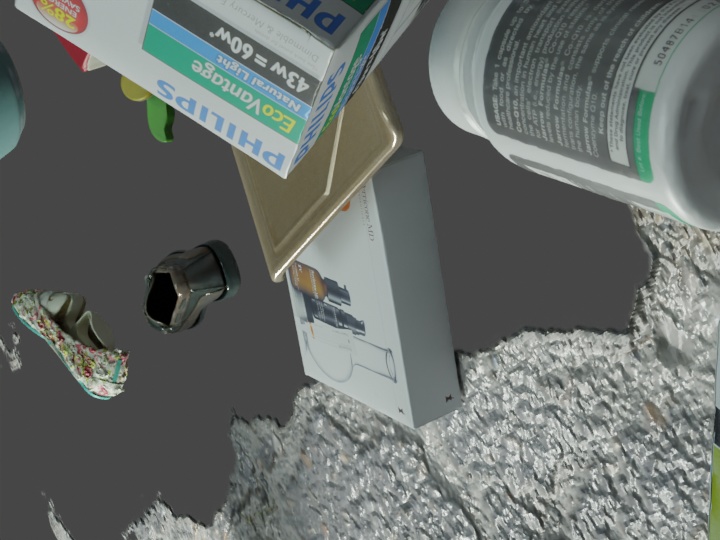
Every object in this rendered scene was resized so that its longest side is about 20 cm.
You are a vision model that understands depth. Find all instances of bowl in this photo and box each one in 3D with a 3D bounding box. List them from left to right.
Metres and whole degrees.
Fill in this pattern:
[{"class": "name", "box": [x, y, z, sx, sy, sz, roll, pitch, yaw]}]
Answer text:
[{"class": "bowl", "box": [-0.433, -0.189, 1.795, 0.201, 0.105, 0.201, 39, 141, 41]}]

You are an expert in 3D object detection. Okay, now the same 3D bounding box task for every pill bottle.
[{"class": "pill bottle", "box": [0.130, -0.097, 0.859, 0.200, 0.113, 0.114, 26, 131, 51]}]

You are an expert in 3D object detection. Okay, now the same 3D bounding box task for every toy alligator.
[{"class": "toy alligator", "box": [-0.185, -0.208, 1.405, 0.054, 0.059, 0.201, -22, 88, 20]}]

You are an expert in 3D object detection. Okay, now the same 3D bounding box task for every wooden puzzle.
[{"class": "wooden puzzle", "box": [-0.037, -0.118, 1.161, 0.200, 0.037, 0.186, -50, 50, 47]}]

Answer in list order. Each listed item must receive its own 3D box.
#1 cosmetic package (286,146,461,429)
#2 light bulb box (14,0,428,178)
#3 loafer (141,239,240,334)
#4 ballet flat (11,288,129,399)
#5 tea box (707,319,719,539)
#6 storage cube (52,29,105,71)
[{"class": "cosmetic package", "box": [0.000, 0.000, 1.225, 0.151, 0.052, 0.201, 19, 125, 52]}, {"class": "light bulb box", "box": [-0.060, -0.198, 0.961, 0.198, 0.200, 0.125, 32, 145, 4]}, {"class": "loafer", "box": [-0.174, 0.018, 1.528, 0.072, 0.063, 0.200, 66, 152, 4]}, {"class": "ballet flat", "box": [-0.310, 0.064, 1.816, 0.200, 0.075, 0.064, 40, 111, 35]}, {"class": "tea box", "box": [0.271, 0.122, 0.743, 0.200, 0.133, 0.197, 35, 137, 46]}, {"class": "storage cube", "box": [-0.154, -0.275, 1.149, 0.180, 0.200, 0.171, 55, 150, 10]}]
